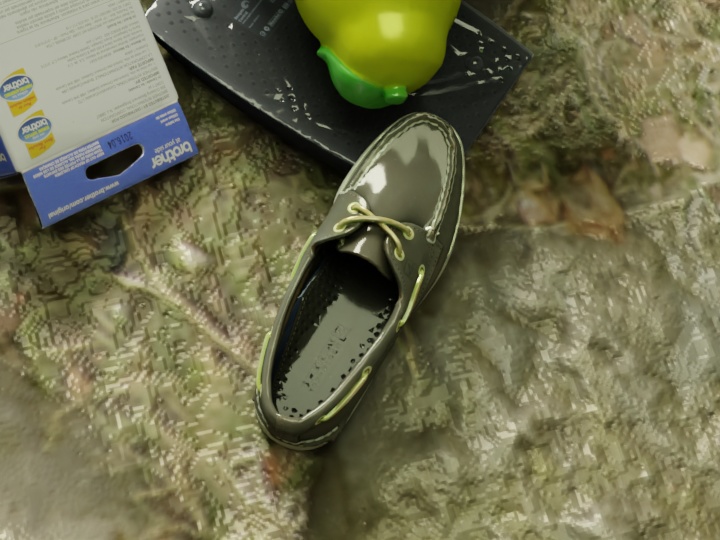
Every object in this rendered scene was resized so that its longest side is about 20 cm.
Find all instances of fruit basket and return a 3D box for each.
[{"bbox_3d":[0.011,-0.195,0.925,0.215,0.156,0.216,-2,103,-10],"label":"fruit basket"}]

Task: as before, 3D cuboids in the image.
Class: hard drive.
[{"bbox_3d":[-0.014,-0.129,0.970,0.200,0.042,0.135,32,67,6],"label":"hard drive"}]

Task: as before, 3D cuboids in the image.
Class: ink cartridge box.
[{"bbox_3d":[-0.176,-0.134,0.901,0.119,0.042,0.200,-32,104,-39],"label":"ink cartridge box"}]

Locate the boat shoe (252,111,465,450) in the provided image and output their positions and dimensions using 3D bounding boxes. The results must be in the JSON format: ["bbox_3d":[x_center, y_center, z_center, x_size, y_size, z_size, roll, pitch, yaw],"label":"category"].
[{"bbox_3d":[0.003,0.001,0.882,0.072,0.060,0.202,25,80,5],"label":"boat shoe"}]
